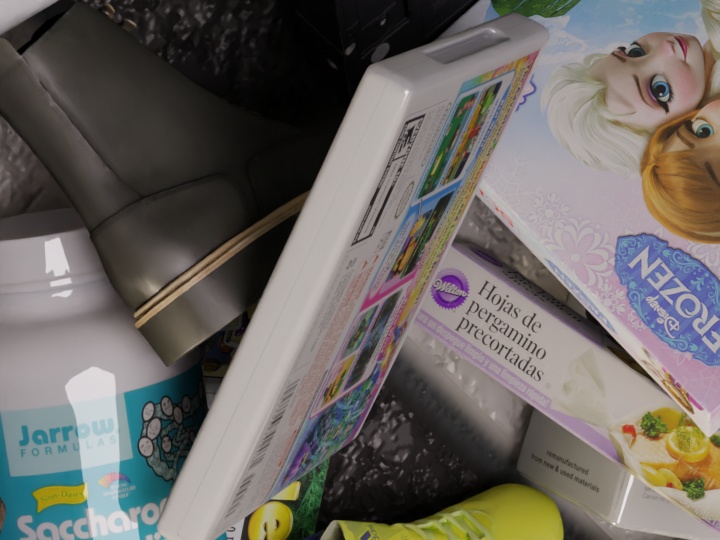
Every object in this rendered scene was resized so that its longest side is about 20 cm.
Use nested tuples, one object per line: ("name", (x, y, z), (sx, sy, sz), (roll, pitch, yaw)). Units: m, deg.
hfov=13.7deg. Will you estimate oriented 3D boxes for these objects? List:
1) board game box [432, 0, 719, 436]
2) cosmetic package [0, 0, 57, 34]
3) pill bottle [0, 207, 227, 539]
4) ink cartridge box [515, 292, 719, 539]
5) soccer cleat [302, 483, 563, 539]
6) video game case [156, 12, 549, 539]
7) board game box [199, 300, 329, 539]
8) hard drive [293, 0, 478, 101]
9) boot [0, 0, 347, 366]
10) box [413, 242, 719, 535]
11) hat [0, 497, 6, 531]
("board game box", (0.149, -0.070, 1.261), (0.199, 0.200, 0.041), (-43, 164, -6))
("cosmetic package", (-0.140, -0.154, 1.137), (0.200, 0.071, 0.102), (-33, 117, -18))
("pill bottle", (-0.112, 0.079, 1.190), (0.110, 0.111, 0.201), (-14, 101, -27))
("ink cartridge box", (0.173, 0.020, 1.364), (0.147, 0.086, 0.201), (13, 95, -34))
("soccer cleat", (0.015, 0.135, 1.299), (0.200, 0.065, 0.084), (-29, 126, -34))
("video game case", (0.000, 0.000, 1.171), (0.201, 0.024, 0.182), (-65, 167, 18))
("board game box", (-0.062, 0.080, 1.282), (0.104, 0.023, 0.201), (4, 102, -33))
("hard drive", (0.028, -0.169, 1.191), (0.140, 0.038, 0.200), (-40, 156, -15))
("boot", (-0.064, -0.062, 1.182), (0.077, 0.200, 0.139), (-36, 95, 24))
("box", (0.111, 0.057, 1.280), (0.039, 0.200, 0.041), (-59, 161, 11))
("hat", (-0.190, 0.094, 1.123), (0.201, 0.200, 0.081), (47, 62, -31))
